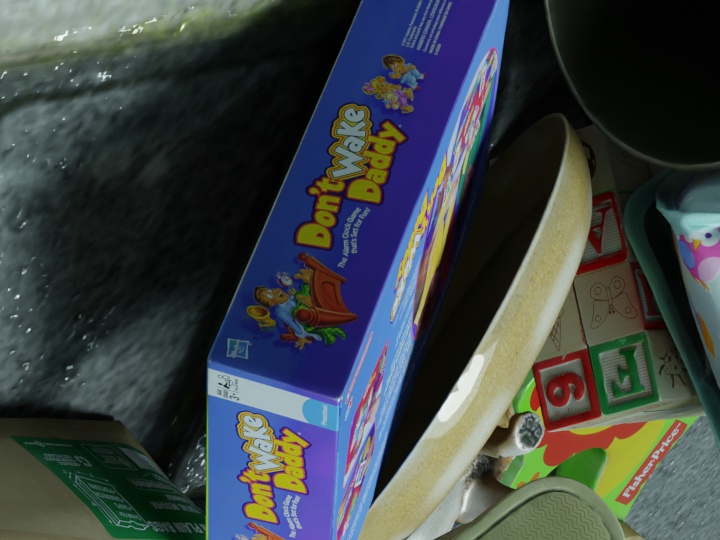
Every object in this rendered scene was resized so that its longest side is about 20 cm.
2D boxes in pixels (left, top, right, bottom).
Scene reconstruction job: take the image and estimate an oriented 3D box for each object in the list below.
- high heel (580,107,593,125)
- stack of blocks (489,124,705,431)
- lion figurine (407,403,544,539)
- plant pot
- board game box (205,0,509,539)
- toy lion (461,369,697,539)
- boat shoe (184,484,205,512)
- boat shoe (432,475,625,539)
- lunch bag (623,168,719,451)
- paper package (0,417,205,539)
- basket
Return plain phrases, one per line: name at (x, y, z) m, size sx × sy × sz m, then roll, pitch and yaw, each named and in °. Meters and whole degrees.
high heel at (0.185, -0.096, 1.158) m, size 0.200 × 0.096 × 0.068 m, roll -35°, pitch 153°, yaw -27°
stack of blocks at (0.146, 0.002, 1.179) m, size 0.058 × 0.116 × 0.199 m, roll -18°, pitch 169°, yaw 37°
lion figurine at (0.012, 0.111, 1.124) m, size 0.200 × 0.122 × 0.073 m, roll -47°, pitch 120°, yaw -30°
plant pot at (0.034, 0.032, 1.048) m, size 0.201 × 0.027 × 0.200 m, roll -58°, pitch -171°, yaw 14°
board game box at (0.000, 0.000, 0.944) m, size 0.135 × 0.045 × 0.201 m, roll 95°, pitch 13°, yaw -52°
toy lion at (0.114, 0.057, 1.312) m, size 0.200 × 0.069 × 0.191 m, roll -54°, pitch 148°, yaw 8°
boat shoe at (-0.090, 0.169, 1.115) m, size 0.062 × 0.073 × 0.200 m, roll -26°, pitch 152°, yaw -46°
boat shoe at (0.007, 0.147, 0.999) m, size 0.199 × 0.075 × 0.068 m, roll -24°, pitch 164°, yaw -25°
lunch bag at (0.185, 0.024, 1.068) m, size 0.121 × 0.171 × 0.200 m, roll -24°, pitch -173°, yaw 2°
paper package at (-0.150, 0.147, 0.950) m, size 0.191 × 0.103 × 0.200 m, roll -55°, pitch 154°, yaw 13°
basket at (0.183, -0.143, 1.055) m, size 0.200 × 0.136 × 0.181 m, roll -24°, pitch 144°, yaw -49°
